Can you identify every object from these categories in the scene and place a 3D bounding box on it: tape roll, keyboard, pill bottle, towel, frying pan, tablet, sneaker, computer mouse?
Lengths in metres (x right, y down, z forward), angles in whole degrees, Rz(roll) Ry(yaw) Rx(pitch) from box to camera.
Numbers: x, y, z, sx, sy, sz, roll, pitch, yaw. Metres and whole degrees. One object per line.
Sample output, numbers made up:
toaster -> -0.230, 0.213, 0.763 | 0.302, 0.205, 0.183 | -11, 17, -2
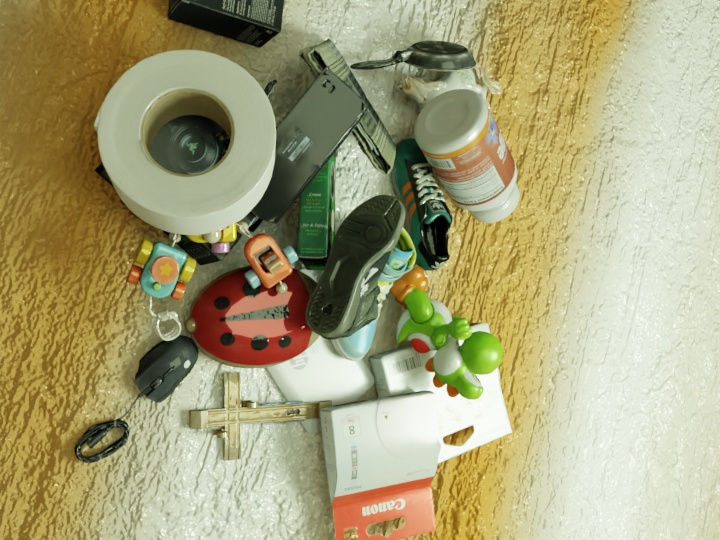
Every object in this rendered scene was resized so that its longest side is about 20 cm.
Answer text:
tape roll -> -0.197, -0.147, 0.964 | 0.200, 0.071, 0.205 | 2, 77, -7
keyboard -> -0.095, -0.168, 1.043 | 0.127, 0.021, 0.200 | 40, 90, -14
pill bottle -> 0.165, -0.162, 1.238 | 0.113, 0.111, 0.200 | -61, 140, -18
towel -> -0.014, -0.227, 1.155 | 0.034, 0.200, 0.194 | -30, 103, 12
frying pan -> 0.081, -0.325, 1.262 | 0.187, 0.115, 0.031 | 5, 118, 1
tablet -> -0.073, 0.112, 1.176 | 0.130, 0.014, 0.201 | -36, 102, -25
sneaker -> 0.000, 0.000, 1.096 | 0.076, 0.114, 0.201 | 23, 82, 15
computer mouse -> -0.277, 0.161, 1.052 | 0.059, 0.034, 0.200 | 46, 67, -18
sneaker -> 0.017, 0.023, 1.160 | 0.079, 0.130, 0.203 | 9, 79, -34
sneaker -> 0.099, -0.101, 1.246 | 0.071, 0.080, 0.203 | -10, 90, -28

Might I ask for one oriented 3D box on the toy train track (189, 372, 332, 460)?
toy train track -> -0.127, 0.193, 1.121 | 0.198, 0.032, 0.116 | 0, 89, -24

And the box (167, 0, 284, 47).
box -> -0.172, -0.425, 1.132 | 0.140, 0.079, 0.203 | 11, 81, -30

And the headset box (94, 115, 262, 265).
headset box -> -0.203, -0.128, 1.082 | 0.200, 0.093, 0.175 | 45, 69, -18

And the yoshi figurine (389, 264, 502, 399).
yoshi figurine -> 0.131, 0.083, 1.193 | 0.112, 0.112, 0.201 | -20, 69, -37

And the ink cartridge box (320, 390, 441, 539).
ink cartridge box -> 0.036, 0.277, 1.158 | 0.161, 0.057, 0.203 | -6, 84, -24

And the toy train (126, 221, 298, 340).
toy train -> -0.177, -0.003, 1.011 | 0.199, 0.056, 0.151 | -30, 105, -12

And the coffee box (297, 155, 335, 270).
coffee box -> -0.058, -0.107, 1.138 | 0.043, 0.123, 0.203 | 1, 83, 2

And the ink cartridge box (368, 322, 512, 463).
ink cartridge box -> 0.124, 0.187, 1.257 | 0.198, 0.043, 0.176 | -15, 93, -28

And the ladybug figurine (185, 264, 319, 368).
ladybug figurine -> -0.129, 0.059, 1.103 | 0.198, 0.072, 0.137 | -11, 88, -23

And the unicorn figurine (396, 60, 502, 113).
unicorn figurine -> 0.131, -0.264, 1.291 | 0.138, 0.074, 0.200 | 54, 49, -13
